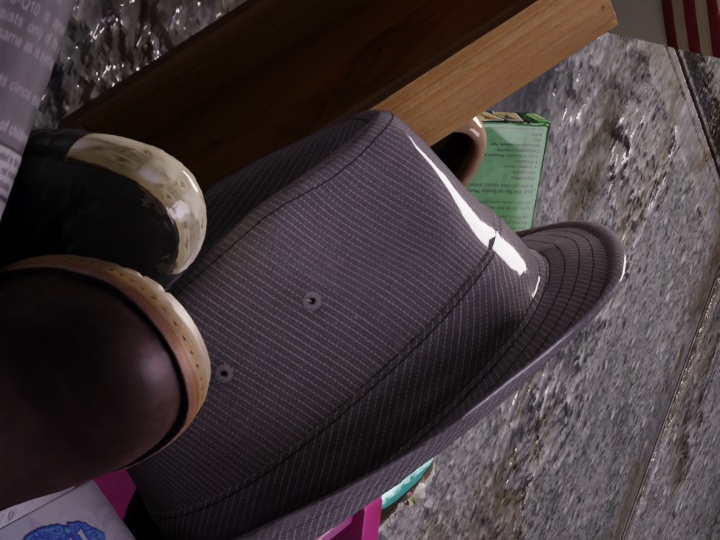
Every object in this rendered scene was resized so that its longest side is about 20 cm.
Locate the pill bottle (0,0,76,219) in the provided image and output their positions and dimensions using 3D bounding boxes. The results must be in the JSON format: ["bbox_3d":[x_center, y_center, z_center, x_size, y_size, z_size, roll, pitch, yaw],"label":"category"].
[{"bbox_3d":[-0.133,-0.105,0.527,0.114,0.113,0.201,28,81,-66],"label":"pill bottle"}]

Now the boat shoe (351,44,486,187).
[{"bbox_3d":[-0.028,-0.004,0.743,0.071,0.065,0.200,28,112,-34],"label":"boat shoe"}]

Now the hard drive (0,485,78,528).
[{"bbox_3d":[-0.137,0.108,0.766,0.132,0.025,0.200,-70,156,-8],"label":"hard drive"}]

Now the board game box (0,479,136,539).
[{"bbox_3d":[-0.183,0.158,0.541,0.200,0.041,0.199,-41,172,30],"label":"board game box"}]

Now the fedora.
[{"bbox_3d":[-0.019,0.013,0.614,0.200,0.090,0.177,-36,-165,7],"label":"fedora"}]

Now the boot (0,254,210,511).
[{"bbox_3d":[-0.150,0.071,0.521,0.166,0.200,0.073,-43,111,-45],"label":"boot"}]

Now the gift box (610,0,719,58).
[{"bbox_3d":[0.249,-0.258,1.167,0.187,0.199,0.185,63,43,-56],"label":"gift box"}]

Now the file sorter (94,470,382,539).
[{"bbox_3d":[-0.091,0.172,0.710,0.125,0.139,0.201,-28,130,-53],"label":"file sorter"}]

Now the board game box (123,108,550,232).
[{"bbox_3d":[-0.015,-0.021,0.806,0.199,0.023,0.105,1,107,-24],"label":"board game box"}]

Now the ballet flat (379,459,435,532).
[{"bbox_3d":[-0.024,0.134,0.985,0.064,0.076,0.200,-47,164,30],"label":"ballet flat"}]

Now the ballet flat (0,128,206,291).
[{"bbox_3d":[-0.096,-0.022,0.611,0.057,0.200,0.067,-41,104,-22],"label":"ballet flat"}]

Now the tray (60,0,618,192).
[{"bbox_3d":[-0.011,-0.075,0.702,0.200,0.099,0.037,-32,134,0],"label":"tray"}]
